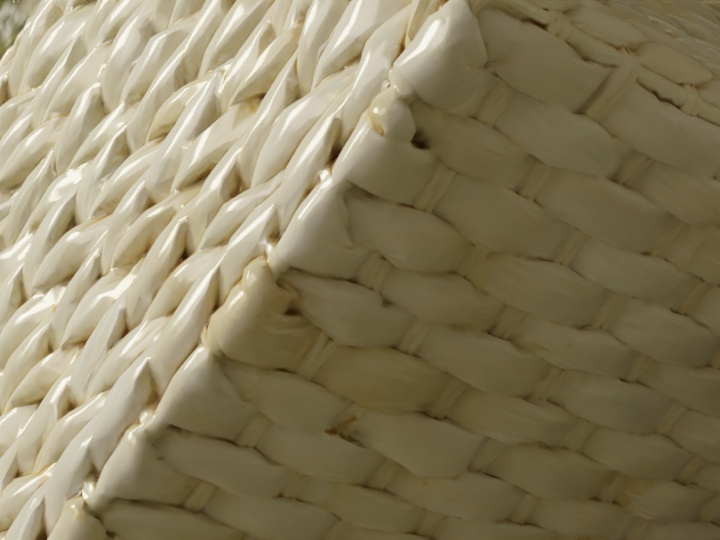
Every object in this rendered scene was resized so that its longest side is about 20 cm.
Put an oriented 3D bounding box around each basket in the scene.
[{"bbox_3d":[0.000,0.000,0.484,0.198,0.200,0.161,-52,45,17],"label":"basket"}]
